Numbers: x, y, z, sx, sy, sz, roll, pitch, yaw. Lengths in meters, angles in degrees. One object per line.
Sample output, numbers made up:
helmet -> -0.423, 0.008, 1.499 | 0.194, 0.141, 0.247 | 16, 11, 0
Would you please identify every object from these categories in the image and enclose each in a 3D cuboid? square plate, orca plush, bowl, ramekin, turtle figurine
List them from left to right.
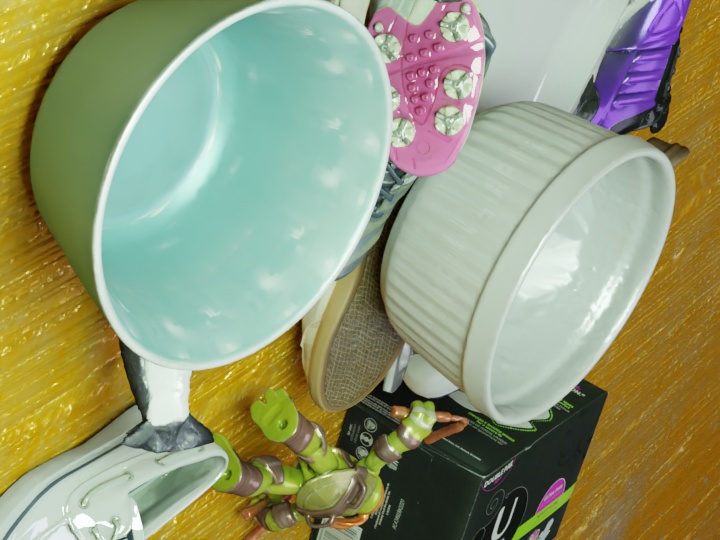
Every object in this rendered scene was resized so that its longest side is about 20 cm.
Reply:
bowl -> -0.089, -0.060, 1.189 | 0.201, 0.105, 0.201 | -28, 132, -36
orca plush -> -0.095, -0.001, 1.316 | 0.071, 0.105, 0.201 | -131, -143, -74
turtle figurine -> -0.035, 0.142, 1.565 | 0.200, 0.065, 0.161 | -29, 147, 25
ramekin -> 0.102, -0.013, 1.490 | 0.200, 0.105, 0.200 | -41, 150, -30
square plate -> 0.110, -0.183, 1.549 | 0.198, 0.028, 0.200 | -61, 145, -12

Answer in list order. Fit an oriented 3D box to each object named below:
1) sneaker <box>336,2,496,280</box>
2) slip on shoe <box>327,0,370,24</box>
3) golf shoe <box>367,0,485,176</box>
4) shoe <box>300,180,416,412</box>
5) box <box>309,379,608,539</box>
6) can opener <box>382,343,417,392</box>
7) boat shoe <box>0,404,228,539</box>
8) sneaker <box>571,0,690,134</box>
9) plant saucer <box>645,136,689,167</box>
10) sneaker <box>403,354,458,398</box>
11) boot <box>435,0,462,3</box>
sneaker -> 0.016, -0.081, 1.414 | 0.200, 0.074, 0.081 | -62, -161, 7
slip on shoe -> -0.034, -0.126, 1.326 | 0.060, 0.076, 0.200 | -5, 145, -13
golf shoe -> 0.038, -0.155, 1.352 | 0.092, 0.075, 0.201 | -12, 99, -78
shoe -> 0.000, 0.000, 1.532 | 0.070, 0.053, 0.200 | -4, 122, -33
box -> 0.075, 0.154, 1.789 | 0.200, 0.124, 0.149 | -26, 139, -52
can opener -> 0.027, -0.007, 1.574 | 0.053, 0.067, 0.200 | -53, 157, -54
boat shoe -> -0.154, 0.143, 1.361 | 0.200, 0.067, 0.074 | -43, 151, -38
sneaker -> 0.201, -0.156, 1.718 | 0.100, 0.070, 0.200 | 42, 83, -31
plant saucer -> 0.161, -0.040, 1.761 | 0.200, 0.029, 0.200 | -36, 178, -1
sneaker -> 0.063, -0.012, 1.631 | 0.199, 0.079, 0.130 | -62, 156, 1
boot -> 0.044, -0.242, 1.222 | 0.211, 0.158, 0.079 | -53, 156, -19
